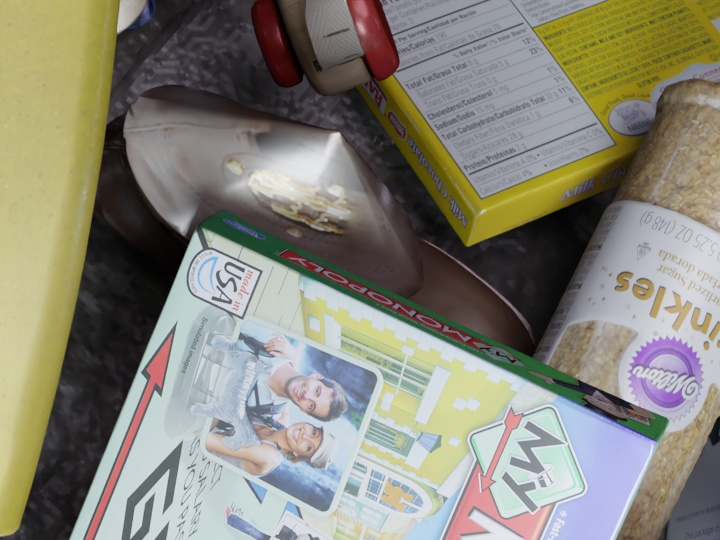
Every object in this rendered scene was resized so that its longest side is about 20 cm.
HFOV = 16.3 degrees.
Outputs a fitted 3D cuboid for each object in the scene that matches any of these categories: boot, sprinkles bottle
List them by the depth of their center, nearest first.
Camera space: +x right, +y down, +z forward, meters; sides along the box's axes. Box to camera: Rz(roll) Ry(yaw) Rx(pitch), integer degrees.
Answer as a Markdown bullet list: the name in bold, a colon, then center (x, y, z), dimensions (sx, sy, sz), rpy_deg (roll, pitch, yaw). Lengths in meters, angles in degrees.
- **boot**: center (0.000, 0.000, 0.777), dimensions (0.186, 0.200, 0.065), rpy_deg (25, 83, -11)
- **sprinkles bottle**: center (0.089, 0.036, 0.835), dimensions (0.068, 0.068, 0.201), rpy_deg (31, 75, -13)

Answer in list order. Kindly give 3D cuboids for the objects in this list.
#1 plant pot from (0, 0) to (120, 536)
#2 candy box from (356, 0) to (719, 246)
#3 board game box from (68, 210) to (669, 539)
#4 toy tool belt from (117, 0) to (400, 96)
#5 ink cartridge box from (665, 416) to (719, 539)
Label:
- **plant pot**: center (-0.182, -0.008, 0.721), dimensions (0.199, 0.200, 0.178), rpy_deg (-4, 90, -23)
- **candy box**: center (0.095, -0.084, 0.920), dimensions (0.199, 0.026, 0.102), rpy_deg (-21, 60, -25)
- **board game box**: center (-0.018, 0.103, 0.681), dimensions (0.134, 0.029, 0.201), rpy_deg (24, 104, 8)
- **toy tool belt**: center (-0.076, -0.136, 0.845), dimensions (0.122, 0.125, 0.201), rpy_deg (-21, 81, 6)
- **ink cartridge box**: center (0.197, 0.058, 0.912), dimensions (0.146, 0.086, 0.201), rpy_deg (16, 70, -18)
